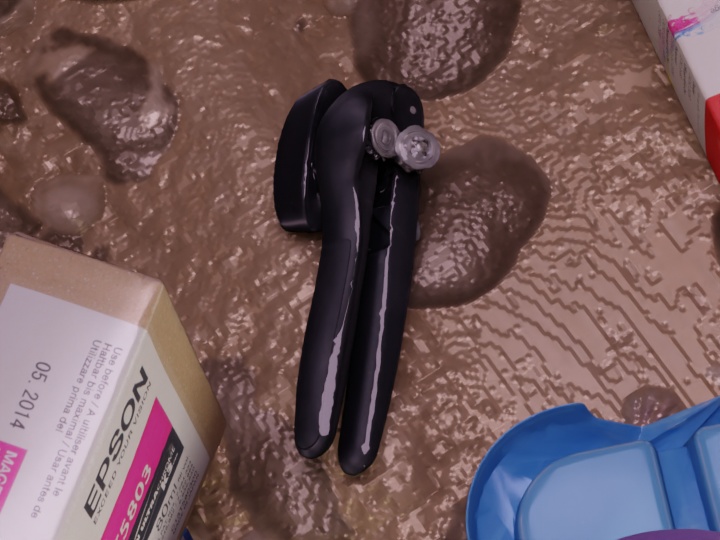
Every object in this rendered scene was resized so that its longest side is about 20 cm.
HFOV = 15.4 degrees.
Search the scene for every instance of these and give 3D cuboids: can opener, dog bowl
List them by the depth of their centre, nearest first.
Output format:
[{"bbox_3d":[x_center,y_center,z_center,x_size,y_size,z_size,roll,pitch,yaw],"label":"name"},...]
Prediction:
[{"bbox_3d":[0.148,0.111,1.206,0.200,0.050,0.112,-12,66,1],"label":"dog bowl"},{"bbox_3d":[0.000,0.000,1.273,0.063,0.079,0.200,13,66,-31],"label":"can opener"}]

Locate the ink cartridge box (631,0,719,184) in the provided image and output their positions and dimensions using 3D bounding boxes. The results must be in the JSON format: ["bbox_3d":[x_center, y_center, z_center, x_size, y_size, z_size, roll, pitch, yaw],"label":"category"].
[{"bbox_3d":[0.204,-0.120,1.289,0.116,0.067,0.200,-20,66,-2],"label":"ink cartridge box"}]

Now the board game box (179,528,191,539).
[{"bbox_3d":[-0.194,0.140,1.223,0.200,0.045,0.135,24,71,15],"label":"board game box"}]

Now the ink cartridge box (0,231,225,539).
[{"bbox_3d":[-0.134,0.111,1.107,0.075,0.165,0.200,17,70,13],"label":"ink cartridge box"}]

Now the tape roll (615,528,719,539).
[{"bbox_3d":[0.124,0.210,1.096,0.200,0.085,0.200,1,93,29],"label":"tape roll"}]
